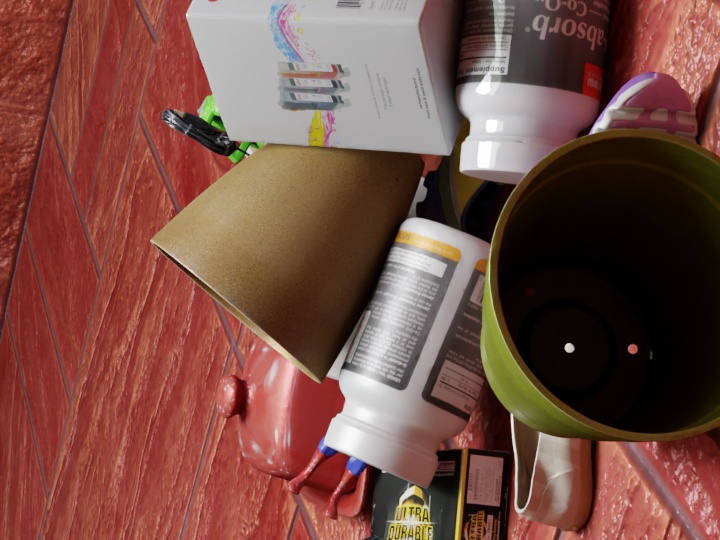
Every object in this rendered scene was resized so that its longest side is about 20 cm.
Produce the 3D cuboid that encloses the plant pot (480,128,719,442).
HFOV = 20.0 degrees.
[{"bbox_3d":[0.161,0.032,1.369,0.193,0.199,0.202,123,150,-72],"label":"plant pot"}]

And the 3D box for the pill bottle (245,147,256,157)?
[{"bbox_3d":[-0.060,-0.155,2.136,0.111,0.110,0.201,-105,30,-47],"label":"pill bottle"}]

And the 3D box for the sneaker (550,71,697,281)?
[{"bbox_3d":[0.180,-0.062,1.495,0.089,0.080,0.201,-99,24,-57],"label":"sneaker"}]

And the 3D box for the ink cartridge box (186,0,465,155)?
[{"bbox_3d":[-0.014,-0.196,1.642,0.145,0.198,0.146,74,-151,-46],"label":"ink cartridge box"}]

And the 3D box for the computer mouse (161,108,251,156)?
[{"bbox_3d":[-0.085,-0.107,1.784,0.034,0.199,0.059,-60,36,12],"label":"computer mouse"}]

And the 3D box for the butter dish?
[{"bbox_3d":[-0.069,0.129,2.000,0.199,0.147,0.202,-176,94,-71],"label":"butter dish"}]

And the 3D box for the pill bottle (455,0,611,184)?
[{"bbox_3d":[0.135,-0.171,1.597,0.116,0.115,0.202,177,99,-70],"label":"pill bottle"}]

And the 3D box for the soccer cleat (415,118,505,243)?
[{"bbox_3d":[0.110,-0.114,1.752,0.083,0.064,0.202,24,103,39],"label":"soccer cleat"}]

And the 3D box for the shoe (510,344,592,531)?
[{"bbox_3d":[0.144,0.096,1.558,0.070,0.053,0.202,141,133,-62],"label":"shoe"}]

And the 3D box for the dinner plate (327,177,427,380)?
[{"bbox_3d":[0.000,0.000,1.837,0.024,0.199,0.202,19,-104,-67],"label":"dinner plate"}]

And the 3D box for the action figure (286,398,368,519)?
[{"bbox_3d":[0.015,0.125,1.798,0.201,0.065,0.052,-55,2,7],"label":"action figure"}]

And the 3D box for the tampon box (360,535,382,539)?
[{"bbox_3d":[0.001,0.342,1.655,0.150,0.125,0.202,-165,63,-65],"label":"tampon box"}]

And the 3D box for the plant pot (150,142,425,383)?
[{"bbox_3d":[-0.042,-0.040,1.716,0.200,0.186,0.186,-50,20,-6],"label":"plant pot"}]

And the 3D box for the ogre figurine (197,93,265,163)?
[{"bbox_3d":[-0.081,-0.140,1.866,0.200,0.119,0.099,-125,54,-75],"label":"ogre figurine"}]

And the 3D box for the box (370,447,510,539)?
[{"bbox_3d":[0.062,0.234,1.744,0.200,0.049,0.161,165,109,-69],"label":"box"}]

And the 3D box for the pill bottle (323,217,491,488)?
[{"bbox_3d":[0.050,0.068,1.675,0.201,0.116,0.116,-67,19,-5],"label":"pill bottle"}]
